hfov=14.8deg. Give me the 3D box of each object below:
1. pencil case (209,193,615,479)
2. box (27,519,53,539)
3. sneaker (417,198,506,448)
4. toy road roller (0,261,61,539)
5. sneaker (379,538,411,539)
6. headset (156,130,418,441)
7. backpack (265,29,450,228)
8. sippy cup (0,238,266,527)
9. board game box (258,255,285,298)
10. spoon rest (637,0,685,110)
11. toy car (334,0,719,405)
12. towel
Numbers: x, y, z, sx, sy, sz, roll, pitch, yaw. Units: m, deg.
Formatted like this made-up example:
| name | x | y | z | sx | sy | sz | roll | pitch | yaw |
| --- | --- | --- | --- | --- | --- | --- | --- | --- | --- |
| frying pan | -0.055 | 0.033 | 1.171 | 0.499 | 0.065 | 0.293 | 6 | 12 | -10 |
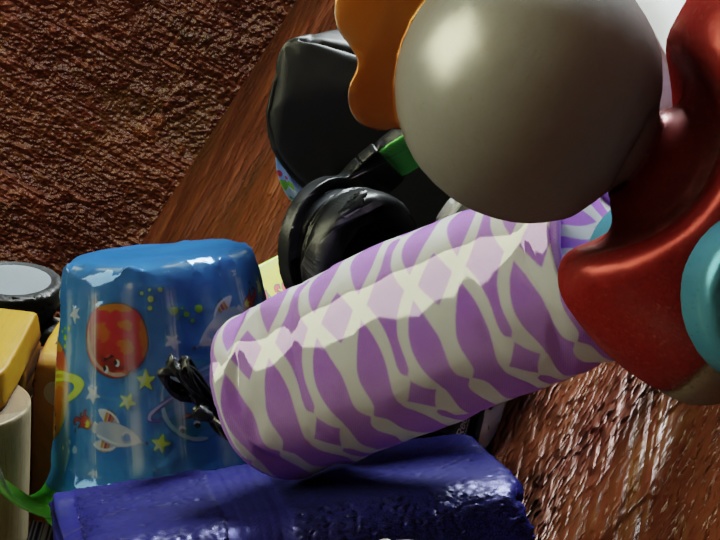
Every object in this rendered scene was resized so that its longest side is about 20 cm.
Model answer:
| name | x | y | z | sx | sy | sz | roll | pitch | yaw |
| --- | --- | --- | --- | --- | --- | --- | --- | --- | --- |
| pencil case | 0.031 | 0.026 | 1.153 | 0.199 | 0.085 | 0.084 | -20 | 73 | 32 |
| box | -0.184 | 0.243 | 1.578 | 0.200 | 0.183 | 0.105 | -57 | 11 | 22 |
| sneaker | 0.054 | 0.039 | 1.318 | 0.201 | 0.073 | 0.080 | -63 | 22 | 10 |
| toy road roller | -0.156 | 0.081 | 1.469 | 0.200 | 0.145 | 0.123 | -69 | -16 | -67 |
| sneaker | 0.026 | 0.135 | 1.081 | 0.077 | 0.080 | 0.200 | -64 | 8 | -13 |
| headset | 0.000 | 0.000 | 1.270 | 0.200 | 0.094 | 0.124 | -46 | 42 | 2 |
| backpack | 0.037 | -0.065 | 1.446 | 0.200 | 0.162 | 0.154 | -65 | -7 | -69 |
| sippy cup | -0.094 | 0.054 | 1.370 | 0.178 | 0.139 | 0.131 | -14 | -78 | -53 |
| board game box | -0.044 | 0.028 | 1.625 | 0.200 | 0.048 | 0.102 | -28 | -13 | -38 |
| spoon rest | 0.131 | -0.102 | 1.326 | 0.099 | 0.061 | 0.200 | -35 | 6 | 12 |
| toy car | 0.090 | -0.069 | 0.976 | 0.177 | 0.199 | 0.184 | -60 | 9 | 0 |
| towel | -0.034 | 0.116 | 1.198 | 0.148 | 0.199 | 0.050 | -138 | 40 | -79 |
